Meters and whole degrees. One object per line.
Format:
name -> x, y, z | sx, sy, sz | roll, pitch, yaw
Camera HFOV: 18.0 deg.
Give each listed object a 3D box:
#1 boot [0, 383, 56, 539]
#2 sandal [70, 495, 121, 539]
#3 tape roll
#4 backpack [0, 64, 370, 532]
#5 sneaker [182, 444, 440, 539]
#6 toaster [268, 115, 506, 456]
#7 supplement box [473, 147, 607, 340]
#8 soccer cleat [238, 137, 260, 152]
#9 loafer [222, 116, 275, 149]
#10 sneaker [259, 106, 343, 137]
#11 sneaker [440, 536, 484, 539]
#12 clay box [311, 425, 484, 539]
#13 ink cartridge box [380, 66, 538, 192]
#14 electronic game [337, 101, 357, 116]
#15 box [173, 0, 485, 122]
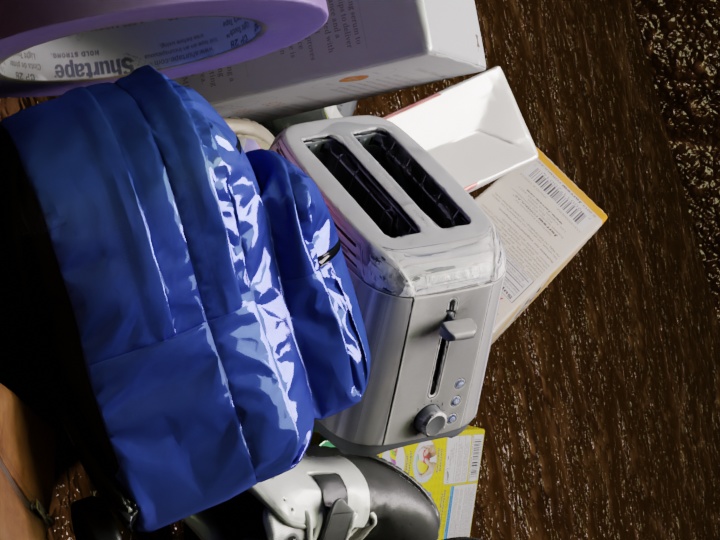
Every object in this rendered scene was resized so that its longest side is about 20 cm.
boot -> -0.176, 0.041, 1.042 | 0.200, 0.068, 0.189 | 55, 23, -60
sandal -> -0.122, 0.209, 1.132 | 0.075, 0.045, 0.201 | 25, -46, 63
tape roll -> -0.120, -0.148, 1.113 | 0.200, 0.199, 0.086 | 7, 73, -73
backpack -> -0.097, -0.003, 1.140 | 0.201, 0.167, 0.162 | 69, -15, -16
sneaker -> -0.041, 0.139, 1.266 | 0.199, 0.074, 0.089 | 22, 32, -24
toaster -> 0.000, 0.000, 1.305 | 0.200, 0.113, 0.130 | 50, -44, 40
supplement box -> 0.067, 0.014, 1.476 | 0.074, 0.126, 0.200 | 44, 36, 4
soccer cleat -> -0.077, 0.022, 1.283 | 0.077, 0.066, 0.201 | -82, 180, -58
loafer -> -0.107, -0.054, 1.325 | 0.200, 0.075, 0.069 | 10, 71, -63
sneaker -> -0.034, -0.070, 1.595 | 0.200, 0.074, 0.085 | 51, 38, -43
sneaker -> 0.023, 0.265, 1.453 | 0.200, 0.076, 0.116 | -39, 142, -23
clay box -> 0.006, 0.159, 1.482 | 0.199, 0.047, 0.116 | 4, 95, -56
ink cartridge box -> 0.012, -0.060, 1.483 | 0.116, 0.200, 0.068 | -25, 90, -31
electronic game -> -0.048, -0.202, 1.658 | 0.200, 0.041, 0.201 | -20, 90, -75
box -> -0.041, -0.156, 1.376 | 0.152, 0.199, 0.107 | -3, 82, -75
